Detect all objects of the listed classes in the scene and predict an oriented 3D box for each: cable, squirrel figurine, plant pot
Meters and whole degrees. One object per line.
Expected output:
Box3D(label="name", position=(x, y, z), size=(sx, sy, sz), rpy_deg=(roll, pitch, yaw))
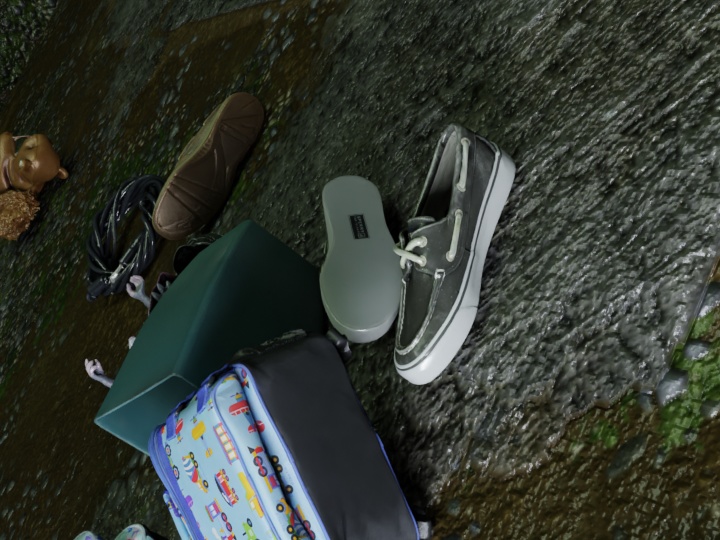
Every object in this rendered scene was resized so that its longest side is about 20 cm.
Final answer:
Box3D(label="cable", position=(-0.318, -0.060, 1.533), size=(0.163, 0.050, 0.202), rpy_deg=(-33, 39, 40))
Box3D(label="squirrel figurine", position=(-0.608, -0.152, 2.027), size=(0.185, 0.141, 0.203), rpy_deg=(-11, 69, 42))
Box3D(label="plant pot", position=(-0.119, 0.068, 1.023), size=(0.141, 0.141, 0.202), rpy_deg=(-30, 34, 42))

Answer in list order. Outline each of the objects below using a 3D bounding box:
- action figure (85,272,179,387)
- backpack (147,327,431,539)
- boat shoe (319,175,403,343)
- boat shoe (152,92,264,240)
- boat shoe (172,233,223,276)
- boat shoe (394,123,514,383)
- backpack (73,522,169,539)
Box3D(label="action figure", position=(-0.203, 0.080, 1.201), size=(0.135, 0.147, 0.200), rpy_deg=(-68, 10, -24))
Box3D(label="backpack", position=(-0.073, 0.160, 0.820), size=(0.200, 0.133, 0.185), rpy_deg=(-36, 76, 48))
Box3D(label="boat shoe", position=(0.000, 0.000, 0.966), size=(0.201, 0.070, 0.064), rpy_deg=(-93, 3, -51))
Box3D(label="boat shoe", position=(-0.187, -0.126, 1.372), size=(0.201, 0.071, 0.064), rpy_deg=(-56, 22, -7))
Box3D(label="boat shoe", position=(-0.173, -0.002, 1.233), size=(0.075, 0.066, 0.200), rpy_deg=(-54, 29, 11))
Box3D(label="boat shoe", position=(0.057, -0.015, 0.866), size=(0.070, 0.063, 0.202), rpy_deg=(-10, 57, 55))
Box3D(label="backpack", position=(-0.214, 0.330, 0.936), size=(0.177, 0.150, 0.202), rpy_deg=(-41, 39, 29))
